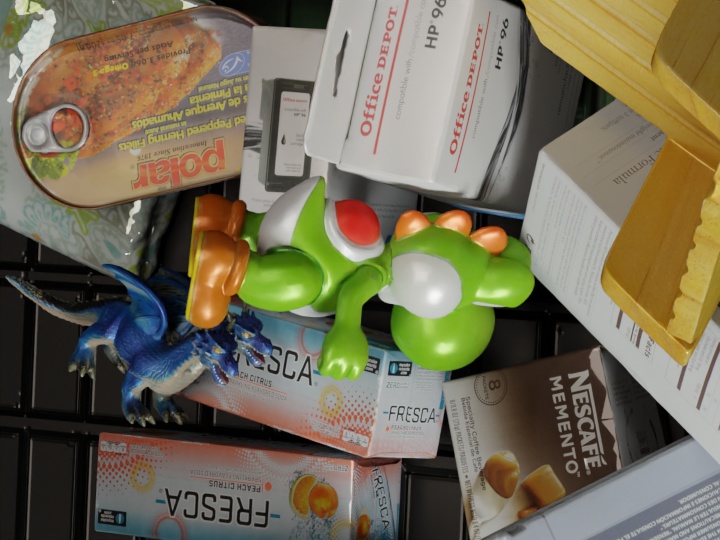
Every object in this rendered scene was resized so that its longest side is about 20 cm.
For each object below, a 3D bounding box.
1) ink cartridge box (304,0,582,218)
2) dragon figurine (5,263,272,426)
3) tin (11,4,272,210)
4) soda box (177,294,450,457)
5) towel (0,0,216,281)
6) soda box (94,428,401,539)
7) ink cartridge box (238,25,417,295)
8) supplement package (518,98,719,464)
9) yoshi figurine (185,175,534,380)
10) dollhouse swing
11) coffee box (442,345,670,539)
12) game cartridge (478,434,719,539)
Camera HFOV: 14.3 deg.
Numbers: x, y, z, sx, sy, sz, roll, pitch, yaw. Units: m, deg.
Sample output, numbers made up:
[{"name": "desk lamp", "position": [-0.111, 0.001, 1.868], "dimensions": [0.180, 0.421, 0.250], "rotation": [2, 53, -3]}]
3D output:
[{"name": "ink cartridge box", "position": [0.053, -0.102, 1.672], "dimensions": [0.068, 0.200, 0.117], "rotation": [11, 89, 30]}, {"name": "dragon figurine", "position": [-0.134, 0.029, 1.787], "dimensions": [0.200, 0.059, 0.100], "rotation": [41, 114, 36]}, {"name": "tin", "position": [-0.130, -0.103, 1.845], "dimensions": [0.199, 0.042, 0.113], "rotation": [-11, 84, 22]}, {"name": "soda box", "position": [-0.039, 0.062, 1.790], "dimensions": [0.199, 0.063, 0.069], "rotation": [15, 98, 42]}, {"name": "towel", "position": [-0.184, -0.112, 1.918], "dimensions": [0.171, 0.048, 0.201], "rotation": [25, 103, 29]}, {"name": "soda box", "position": [-0.072, 0.143, 1.840], "dimensions": [0.199, 0.063, 0.069], "rotation": [5, 92, 32]}, {"name": "ink cartridge box", "position": [-0.016, -0.087, 1.777], "dimensions": [0.068, 0.116, 0.201], "rotation": [6, 92, 29]}, {"name": "supplement package", "position": [0.199, 0.002, 1.628], "dimensions": [0.200, 0.114, 0.110], "rotation": [46, 154, 22]}, {"name": "yoshi figurine", "position": [-0.002, 0.015, 1.664], "dimensions": [0.199, 0.112, 0.113], "rotation": [5, 77, -5]}, {"name": "dollhouse swing", "position": [0.137, -0.097, 1.500], "dimensions": [0.175, 0.200, 0.182], "rotation": [25, 58, 10]}, {"name": "coffee box", "position": [0.130, 0.152, 1.709], "dimensions": [0.114, 0.080, 0.201], "rotation": [-13, 83, 30]}, {"name": "game cartridge", "position": [0.173, 0.174, 1.630], "dimensions": [0.134, 0.199, 0.042], "rotation": [67, 160, -2]}]
